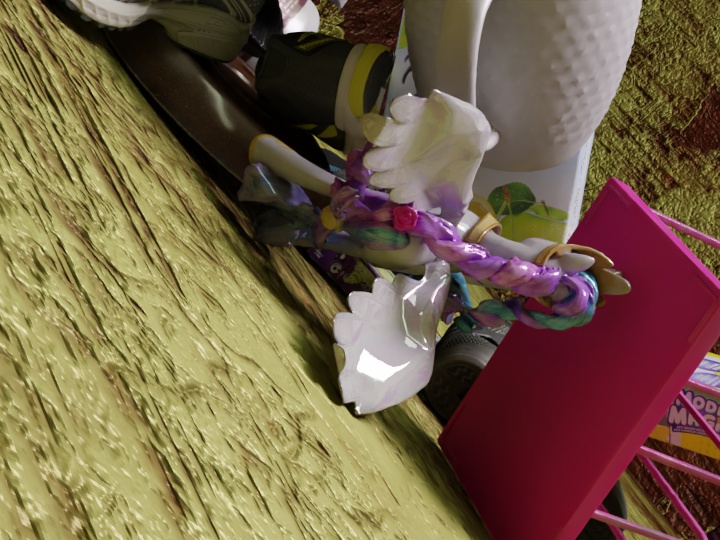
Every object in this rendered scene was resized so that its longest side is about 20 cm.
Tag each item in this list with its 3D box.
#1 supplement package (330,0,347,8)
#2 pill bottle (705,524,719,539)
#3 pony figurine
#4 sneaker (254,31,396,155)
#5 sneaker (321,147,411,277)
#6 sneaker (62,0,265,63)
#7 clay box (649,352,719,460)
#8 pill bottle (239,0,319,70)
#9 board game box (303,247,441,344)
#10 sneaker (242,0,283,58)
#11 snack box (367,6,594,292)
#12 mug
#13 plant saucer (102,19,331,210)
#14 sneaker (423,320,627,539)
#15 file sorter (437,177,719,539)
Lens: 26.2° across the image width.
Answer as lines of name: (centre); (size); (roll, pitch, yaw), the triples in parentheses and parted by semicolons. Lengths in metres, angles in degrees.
supplement package: (-0.044, -0.273, 1.017); (0.155, 0.111, 0.200); (37, 4, 0)
pill bottle: (0.268, 0.216, 1.016); (0.113, 0.200, 0.112); (50, 5, -7)
pony figurine: (0.027, -0.021, 0.847); (0.199, 0.168, 0.192); (23, 14, 40)
sneaker: (-0.024, -0.124, 1.001); (0.084, 0.075, 0.200); (17, -2, -1)
sneaker: (0.023, -0.034, 1.322); (0.200, 0.073, 0.082); (48, 5, -42)
sneaker: (-0.122, -0.189, 0.896); (0.078, 0.087, 0.199); (46, 21, 25)
clay box: (0.219, 0.083, 1.040); (0.199, 0.048, 0.115); (18, 13, 28)
pill bottle: (-0.101, -0.200, 1.189); (0.200, 0.109, 0.110); (50, 5, -15)
board game box: (0.000, 0.000, 1.142); (0.200, 0.032, 0.120); (47, 11, -42)
sneaker: (-0.134, -0.211, 1.071); (0.200, 0.088, 0.075); (42, 41, -38)
snack box: (0.086, -0.092, 1.056); (0.141, 0.202, 0.053); (10, -5, 14)
mug: (0.088, -0.147, 0.924); (0.147, 0.177, 0.200); (13, 32, 18)
plant saucer: (-0.085, -0.110, 1.005); (0.200, 0.032, 0.200); (44, 11, -11)
sneaker: (0.128, 0.107, 1.122); (0.199, 0.076, 0.114); (45, 29, -15)
file sorter: (0.167, 0.080, 0.913); (0.125, 0.201, 0.139); (21, 21, -29)
